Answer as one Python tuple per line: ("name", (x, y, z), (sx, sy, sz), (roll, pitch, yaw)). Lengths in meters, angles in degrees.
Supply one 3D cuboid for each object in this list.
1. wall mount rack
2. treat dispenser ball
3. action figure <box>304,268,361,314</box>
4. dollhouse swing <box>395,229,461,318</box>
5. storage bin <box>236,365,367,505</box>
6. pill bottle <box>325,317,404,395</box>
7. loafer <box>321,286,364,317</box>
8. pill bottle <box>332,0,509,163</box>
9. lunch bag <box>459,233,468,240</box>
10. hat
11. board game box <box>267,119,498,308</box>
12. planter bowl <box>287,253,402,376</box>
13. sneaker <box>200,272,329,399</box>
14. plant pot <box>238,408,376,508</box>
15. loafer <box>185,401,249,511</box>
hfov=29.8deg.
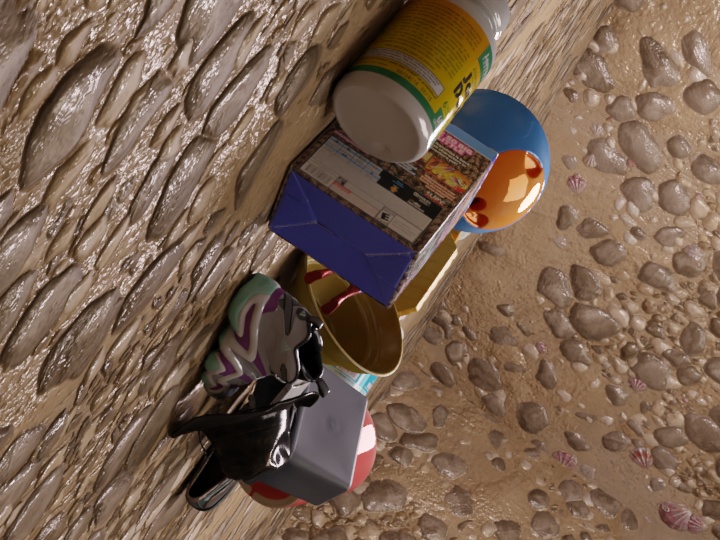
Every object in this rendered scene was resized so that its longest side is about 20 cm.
("wall mount rack", (-0.122, 0.161, 1.801), (0.200, 0.075, 0.174), (-50, 168, 14))
("treat dispenser ball", (0.165, -0.153, 1.894), (0.201, 0.201, 0.201), (-55, 172, -11))
("action figure", (0.000, 0.000, 1.677), (0.200, 0.065, 0.099), (-27, 179, -42))
("dollhouse swing", (0.051, 0.029, 2.114), (0.200, 0.181, 0.176), (-53, 152, -27))
("storage bin", (-0.080, 0.227, 1.882), (0.145, 0.134, 0.200), (-34, -148, 42))
("pill bottle", (0.002, 0.133, 2.390), (0.200, 0.111, 0.111), (-55, 172, -12))
("loafer", (-0.007, -0.021, 1.844), (0.200, 0.075, 0.070), (-61, -173, -23))
("pill bottle", (0.068, -0.212, 1.373), (0.200, 0.113, 0.113), (-53, 172, -29))
("lunch bag", (0.197, -0.164, 2.381), (0.200, 0.117, 0.164), (-58, 175, -31))
("hat", (-0.131, 0.205, 1.617), (0.200, 0.081, 0.201), (-13, 171, -2))
("board game box", (0.025, -0.087, 1.446), (0.200, 0.159, 0.097), (-49, 170, -43))
("planter bowl", (-0.037, 0.057, 1.714), (0.083, 0.201, 0.200), (-28, -174, 26))
("sneaker", (-0.097, 0.108, 1.536), (0.078, 0.140, 0.200), (-50, 170, -42))
("plant pot", (-0.097, 0.282, 2.137), (0.201, 0.200, 0.177), (-60, 162, 22))
("loafer", (-0.179, 0.258, 1.936), (0.200, 0.072, 0.063), (-54, 166, -8))
